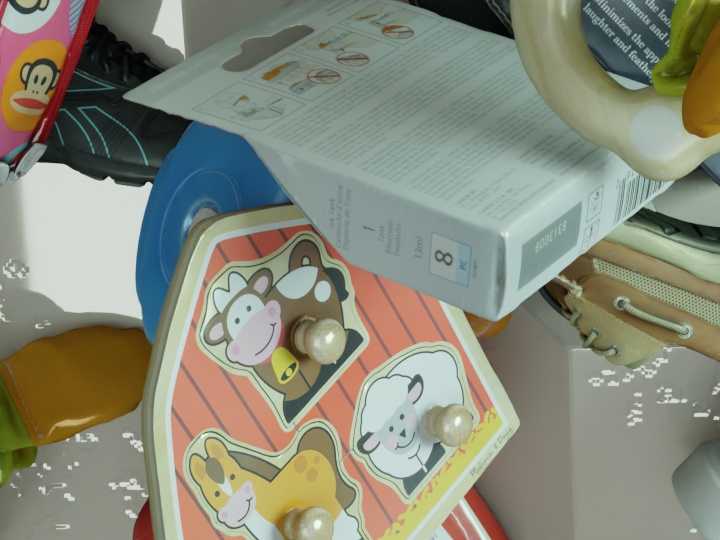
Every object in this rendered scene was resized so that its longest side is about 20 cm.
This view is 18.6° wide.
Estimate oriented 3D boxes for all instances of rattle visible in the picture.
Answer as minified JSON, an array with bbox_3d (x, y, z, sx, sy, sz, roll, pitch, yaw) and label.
[{"bbox_3d":[-0.199,0.120,1.172,0.130,0.142,0.202,29,126,31],"label":"rattle"},{"bbox_3d":[0.088,-0.135,0.860,0.130,0.143,0.201,-34,83,33],"label":"rattle"}]

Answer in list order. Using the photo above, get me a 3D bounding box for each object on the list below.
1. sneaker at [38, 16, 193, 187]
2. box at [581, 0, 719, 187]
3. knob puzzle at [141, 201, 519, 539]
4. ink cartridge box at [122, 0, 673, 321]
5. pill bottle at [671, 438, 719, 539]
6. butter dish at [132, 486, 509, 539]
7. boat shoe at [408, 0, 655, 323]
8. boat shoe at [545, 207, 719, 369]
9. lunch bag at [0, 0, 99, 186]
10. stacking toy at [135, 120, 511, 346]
[{"bbox_3d":[-0.136,-0.088,1.088,0.198,0.075,0.080,8,103,4],"label":"sneaker"},{"bbox_3d":[0.202,-0.150,1.017,0.148,0.107,0.200,45,105,-5],"label":"box"},{"bbox_3d":[-0.017,0.058,0.967,0.030,0.218,0.222,9,111,49],"label":"knob puzzle"},{"bbox_3d":[0.020,-0.058,0.969,0.199,0.160,0.048,21,125,29],"label":"ink cartridge box"},{"bbox_3d":[0.252,0.066,1.063,0.116,0.116,0.200,44,105,-6],"label":"pill bottle"},{"bbox_3d":[-0.040,0.146,1.100,0.147,0.200,0.200,-28,100,35],"label":"butter dish"},{"bbox_3d":[0.079,-0.068,1.064,0.072,0.068,0.201,-20,102,45],"label":"boat shoe"},{"bbox_3d":[0.127,0.009,1.010,0.198,0.076,0.075,15,101,2],"label":"boat shoe"},{"bbox_3d":[-0.222,-0.126,1.039,0.199,0.082,0.178,23,95,30],"label":"lunch bag"},{"bbox_3d":[0.000,0.000,1.065,0.199,0.109,0.117,13,88,-40],"label":"stacking toy"}]
